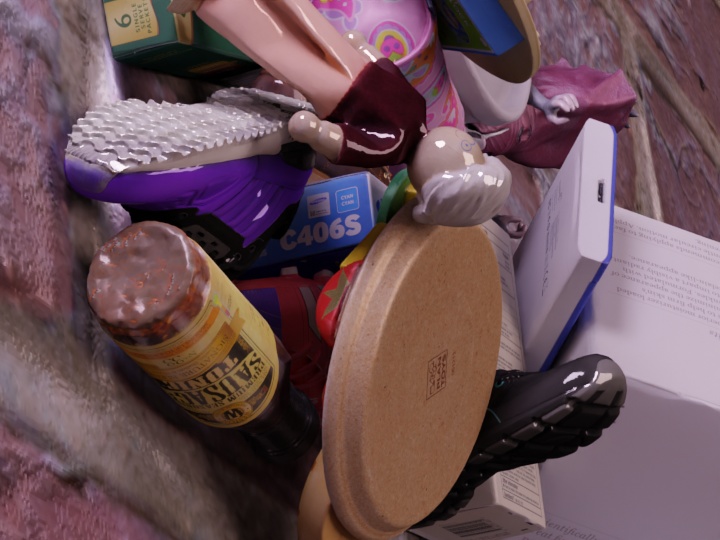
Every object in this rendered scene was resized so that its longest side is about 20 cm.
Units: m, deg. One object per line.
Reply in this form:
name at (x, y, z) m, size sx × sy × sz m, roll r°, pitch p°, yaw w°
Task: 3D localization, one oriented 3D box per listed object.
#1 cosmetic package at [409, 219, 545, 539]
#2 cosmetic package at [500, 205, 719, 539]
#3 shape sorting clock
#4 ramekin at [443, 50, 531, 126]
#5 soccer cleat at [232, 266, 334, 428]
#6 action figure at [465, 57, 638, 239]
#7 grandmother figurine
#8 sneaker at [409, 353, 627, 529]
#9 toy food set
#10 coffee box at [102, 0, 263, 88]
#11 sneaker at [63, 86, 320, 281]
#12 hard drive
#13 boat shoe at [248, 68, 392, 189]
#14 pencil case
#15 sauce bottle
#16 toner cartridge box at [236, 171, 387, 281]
cosmetic package at (0.060, 0.066, 1.858) m, size 0.103 × 0.073 × 0.201 m, roll 35°, pitch 45°, yaw -64°
cosmetic package at (0.194, 0.090, 1.970) m, size 0.200 × 0.164 × 0.165 m, roll -85°, pitch -163°, yaw -55°
shape sorting clock at (0.040, -0.193, 1.701) m, size 0.200 × 0.039 × 0.200 m, roll 52°, pitch -7°, yaw 9°
ramekin at (0.038, -0.186, 1.926) m, size 0.202 × 0.094 × 0.204 m, roll -13°, pitch 90°, yaw -72°
soccer cleat at (-0.027, 0.050, 1.634) m, size 0.200 × 0.066 × 0.077 m, roll 36°, pitch 49°, yaw -67°
action figure at (0.100, -0.114, 2.048) m, size 0.199 × 0.134 × 0.149 m, roll -8°, pitch 50°, yaw -47°
grandmother figurine at (-0.006, -0.093, 1.513) m, size 0.200 × 0.061 × 0.121 m, roll 39°, pitch 41°, yaw -5°
sneaker at (0.067, 0.084, 1.703) m, size 0.075 × 0.200 × 0.080 m, roll 12°, pitch 57°, yaw -48°
toy food set at (0.022, 0.052, 1.587) m, size 0.198 × 0.048 × 0.201 m, roll -49°, pitch 142°, yaw -45°
coffee box at (-0.090, -0.169, 1.616) m, size 0.200 × 0.044 × 0.124 m, roll 8°, pitch 72°, yaw -70°
sneaker at (-0.085, -0.034, 1.508) m, size 0.200 × 0.069 × 0.100 m, roll -14°, pitch 120°, yaw -58°
hard drive at (0.120, 0.014, 1.949) m, size 0.132 × 0.025 × 0.200 m, roll -83°, pitch -166°, yaw -46°
boat shoe at (-0.017, -0.067, 1.688) m, size 0.200 × 0.070 × 0.071 m, roll 42°, pitch 66°, yaw -68°
pencil case at (0.016, -0.113, 1.768) m, size 0.200 × 0.087 × 0.088 m, roll 69°, pitch 15°, yaw -64°
sauce bottle at (-0.073, 0.043, 1.495) m, size 0.200 × 0.066 × 0.066 m, roll 48°, pitch 34°, yaw -56°
toner cartridge box at (0.000, 0.000, 1.693) m, size 0.200 × 0.094 × 0.043 m, roll 37°, pitch 43°, yaw -64°
